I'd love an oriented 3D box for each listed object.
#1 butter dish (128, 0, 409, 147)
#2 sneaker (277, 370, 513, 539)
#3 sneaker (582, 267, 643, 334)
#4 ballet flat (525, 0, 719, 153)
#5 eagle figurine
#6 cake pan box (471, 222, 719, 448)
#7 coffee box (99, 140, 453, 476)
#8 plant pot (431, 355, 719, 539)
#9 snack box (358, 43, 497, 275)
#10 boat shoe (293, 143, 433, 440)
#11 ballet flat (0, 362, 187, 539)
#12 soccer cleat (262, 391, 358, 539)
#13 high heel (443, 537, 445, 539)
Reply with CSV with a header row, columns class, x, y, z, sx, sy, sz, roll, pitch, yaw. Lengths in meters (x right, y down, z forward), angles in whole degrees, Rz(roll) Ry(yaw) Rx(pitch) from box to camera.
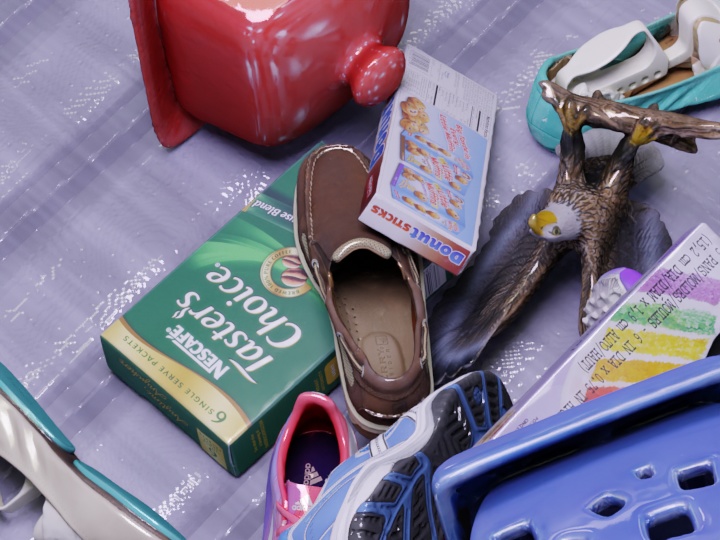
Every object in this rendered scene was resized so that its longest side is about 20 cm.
class,x,y,z,sx,sy,sz,roll,pitch,yaw
butter dish,-0.033,-0.159,1.582,0.148,0.200,0.200,38,67,24
sneaker,0.025,0.115,1.416,0.077,0.076,0.200,-12,14,37
sneaker,0.211,0.077,1.455,0.099,0.070,0.201,-30,90,-25
ballet flat,0.200,-0.139,1.622,0.199,0.071,0.068,-24,57,-10
eagle figurine,0.130,-0.010,1.525,0.150,0.201,0.152,8,9,-30
cake pan box,0.188,0.101,1.375,0.200,0.052,0.184,-44,90,-7
coffee box,-0.051,0.022,1.556,0.200,0.044,0.123,-41,63,-19
plant pot,0.150,0.170,1.230,0.199,0.201,0.180,-22,39,-4
snack box,0.045,-0.073,1.556,0.072,0.024,0.200,30,31,-11
boat shoe,0.006,-0.001,1.496,0.074,0.075,0.203,-14,60,-6
ballet flat,-0.184,0.131,1.493,0.069,0.070,0.200,-39,60,-19
soccer cleat,-0.032,0.167,1.438,0.066,0.077,0.201,1,56,6
high heel,0.108,0.189,1.427,0.199,0.067,0.097,-6,82,17
